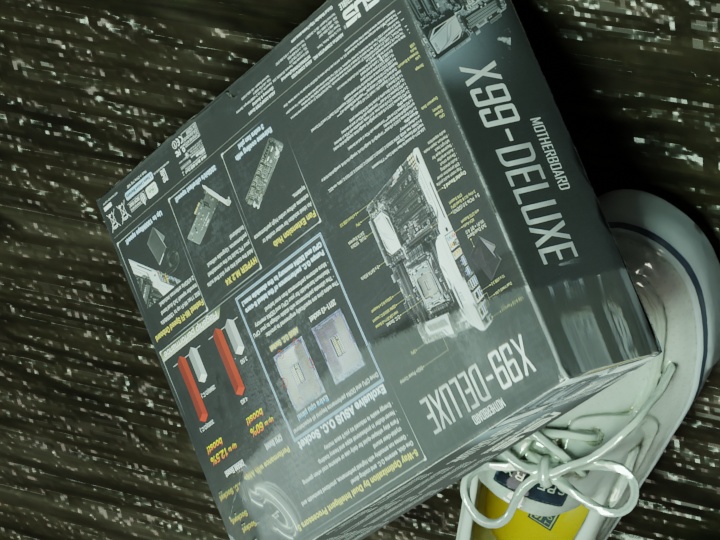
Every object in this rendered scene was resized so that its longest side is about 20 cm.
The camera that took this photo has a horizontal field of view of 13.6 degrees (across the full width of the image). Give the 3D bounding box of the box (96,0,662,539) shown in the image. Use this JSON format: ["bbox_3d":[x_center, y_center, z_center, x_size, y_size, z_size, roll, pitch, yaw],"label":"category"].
[{"bbox_3d":[0.000,0.000,1.060,0.200,0.050,0.159,-37,71,46],"label":"box"}]

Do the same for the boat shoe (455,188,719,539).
[{"bbox_3d":[0.070,0.062,1.093,0.074,0.086,0.202,30,138,7],"label":"boat shoe"}]
